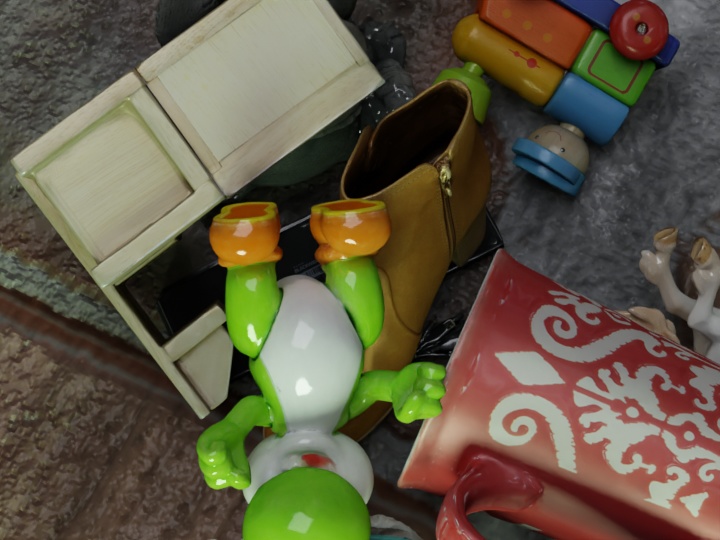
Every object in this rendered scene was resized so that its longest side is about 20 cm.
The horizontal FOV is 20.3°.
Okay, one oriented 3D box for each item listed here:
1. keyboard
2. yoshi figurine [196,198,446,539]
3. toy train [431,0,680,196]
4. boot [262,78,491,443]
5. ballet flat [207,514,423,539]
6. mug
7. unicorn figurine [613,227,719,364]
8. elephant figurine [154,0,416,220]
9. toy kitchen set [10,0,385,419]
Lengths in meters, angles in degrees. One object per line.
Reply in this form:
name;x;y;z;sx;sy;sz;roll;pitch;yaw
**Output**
keyboard;-0.008;0.021;1.155;0.199;0.021;0.127;-26;62;-2
yoshi figurine;-0.024;0.070;0.970;0.112;0.112;0.201;5;103;35
toy train;0.071;-0.137;1.152;0.199;0.085;0.116;30;88;-4
boot;0.001;0.000;1.071;0.071;0.144;0.202;29;72;23
ballet flat;-0.062;0.163;1.085;0.199;0.072;0.072;-17;67;-1
mug;0.127;0.108;1.034;0.199;0.134;0.178;23;70;3
unicorn figurine;0.244;0.018;1.087;0.199;0.074;0.138;-22;108;21
elephant figurine;-0.044;-0.141;1.125;0.141;0.200;0.156;-5;68;5
toy kitchen set;-0.064;-0.039;1.083;0.180;0.200;0.163;-36;93;-2
